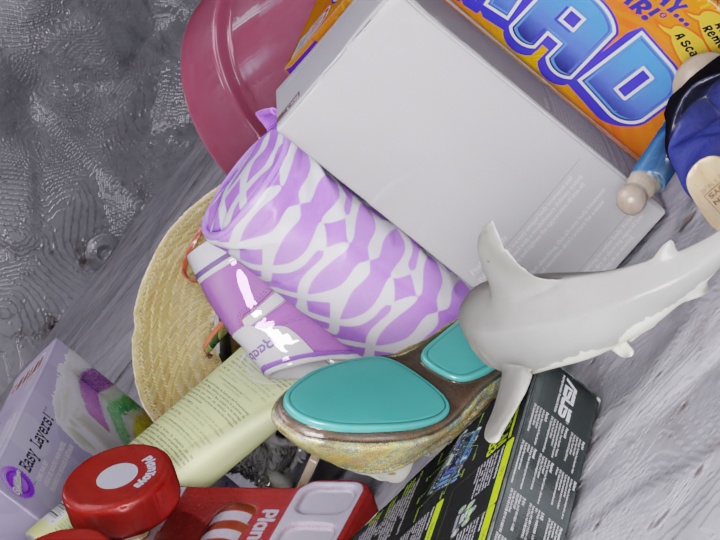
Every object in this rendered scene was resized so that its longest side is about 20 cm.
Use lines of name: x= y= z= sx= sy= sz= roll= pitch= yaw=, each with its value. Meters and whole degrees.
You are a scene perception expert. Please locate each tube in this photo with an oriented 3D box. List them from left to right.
tube: x=-0.108 y=0.112 z=1.741 sx=0.200 sy=0.058 sz=0.052 roll=-41 pitch=-6 yaw=-14

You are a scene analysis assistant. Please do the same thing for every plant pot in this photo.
plant pot: x=0.006 y=-0.153 z=1.946 sx=0.179 sy=0.200 sz=0.200 roll=-40 pitch=16 yaw=47

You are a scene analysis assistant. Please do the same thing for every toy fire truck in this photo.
toy fire truck: x=-0.092 y=0.181 z=1.616 sx=0.167 sy=0.113 sz=0.200 roll=-3 pitch=30 yaw=24

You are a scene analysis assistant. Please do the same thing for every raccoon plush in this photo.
raccoon plush: x=-0.060 y=0.109 z=1.969 sx=0.200 sy=0.096 sz=0.135 roll=76 pitch=-153 yaw=-62

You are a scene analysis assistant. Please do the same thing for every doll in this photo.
doll: x=0.185 y=-0.077 z=1.519 sx=0.137 sy=0.048 sz=0.200 roll=-48 pitch=11 yaw=13

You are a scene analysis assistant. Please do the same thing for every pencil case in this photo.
pencil case: x=0.007 y=-0.001 z=1.639 sx=0.084 sy=0.200 sz=0.086 roll=-5 pitch=52 yaw=62

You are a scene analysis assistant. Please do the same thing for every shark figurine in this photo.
shark figurine: x=0.104 y=-0.002 z=1.383 sx=0.214 sy=0.090 sz=0.128 roll=-25 pitch=22 yaw=38

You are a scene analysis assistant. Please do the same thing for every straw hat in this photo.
straw hat: x=-0.046 y=0.037 z=1.846 sx=0.200 sy=0.085 sz=0.202 roll=-19 pitch=53 yaw=26

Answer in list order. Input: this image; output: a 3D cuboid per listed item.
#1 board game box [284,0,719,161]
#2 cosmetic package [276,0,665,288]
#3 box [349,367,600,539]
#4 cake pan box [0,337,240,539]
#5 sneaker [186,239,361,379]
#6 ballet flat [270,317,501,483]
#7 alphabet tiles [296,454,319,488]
board game box: x=0.107 y=-0.163 z=1.729 sx=0.200 sy=0.200 sz=0.200 roll=-47 pitch=12 yaw=27
cosmetic package: x=0.058 y=-0.065 z=1.603 sx=0.107 sy=0.200 sz=0.090 roll=-47 pitch=12 yaw=12
box: x=0.028 y=0.157 z=1.412 sx=0.193 sy=0.047 sz=0.200 roll=-44 pitch=12 yaw=29
cake pan box: x=-0.158 y=0.156 z=1.846 sx=0.052 sy=0.184 sz=0.200 roll=-47 pitch=11 yaw=25
sneaker: x=0.000 y=0.000 z=1.730 sx=0.200 sy=0.115 sz=0.073 roll=-30 pitch=-5 yaw=-32
ballet flat: x=0.027 y=0.072 z=1.504 sx=0.200 sy=0.071 sz=0.071 roll=-23 pitch=-14 yaw=-46
alphabet tiles: x=-0.016 y=0.089 z=1.811 sx=0.200 sy=0.008 sz=0.168 roll=-64 pitch=-1 yaw=-51
